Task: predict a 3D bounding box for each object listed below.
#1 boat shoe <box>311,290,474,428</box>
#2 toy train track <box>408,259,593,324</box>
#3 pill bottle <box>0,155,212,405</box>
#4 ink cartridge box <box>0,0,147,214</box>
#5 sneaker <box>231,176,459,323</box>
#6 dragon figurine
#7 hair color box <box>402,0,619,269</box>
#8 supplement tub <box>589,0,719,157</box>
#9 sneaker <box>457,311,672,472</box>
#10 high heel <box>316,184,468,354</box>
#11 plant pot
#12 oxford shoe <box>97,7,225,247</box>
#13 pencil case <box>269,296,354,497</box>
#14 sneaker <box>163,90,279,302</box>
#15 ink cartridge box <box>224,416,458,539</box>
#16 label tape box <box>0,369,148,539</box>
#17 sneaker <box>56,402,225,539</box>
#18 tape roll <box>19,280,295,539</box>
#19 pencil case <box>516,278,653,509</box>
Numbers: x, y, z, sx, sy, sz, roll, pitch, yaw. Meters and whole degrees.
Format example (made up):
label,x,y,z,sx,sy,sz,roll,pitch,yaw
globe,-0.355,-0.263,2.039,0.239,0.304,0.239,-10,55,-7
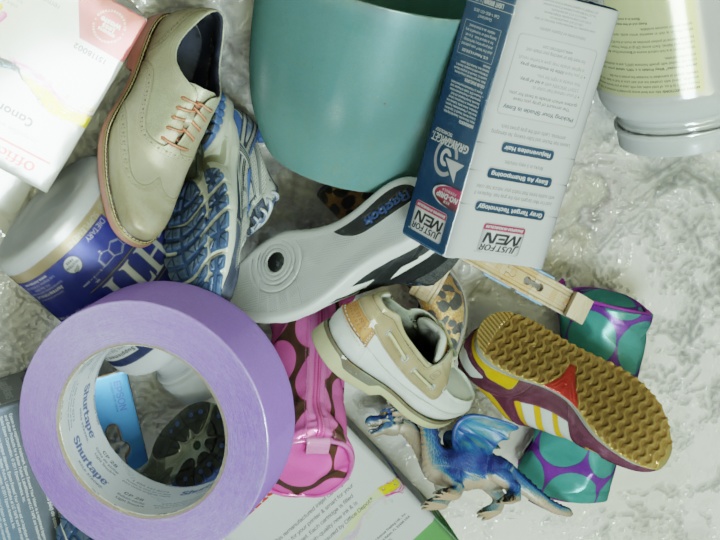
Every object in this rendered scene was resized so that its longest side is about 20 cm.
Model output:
label,x,y,z,sx,sy,sz,roll,pitch,yaw
boat shoe,0.045,0.073,1.299,0.068,0.075,0.200,-39,147,17
toy train track,0.116,-0.007,1.353,0.200,0.033,0.115,28,88,-18
pill bottle,-0.183,0.014,1.296,0.120,0.120,0.200,-45,114,2
ink cartridge box,-0.268,-0.143,1.248,0.116,0.068,0.200,28,99,-22
sneaker,0.000,0.000,1.281,0.200,0.073,0.112,-25,155,23
dragon figurine,0.104,0.162,1.400,0.200,0.059,0.100,9,63,-13
hair color box,0.109,-0.108,1.168,0.100,0.060,0.200,7,104,-35
supplement tub,0.262,-0.209,1.331,0.145,0.145,0.200,-16,111,-10
sneaker,0.177,0.112,1.387,0.200,0.090,0.075,36,63,2
high heel,0.023,0.011,1.385,0.142,0.071,0.200,5,103,-11
plant pot,0.002,-0.159,1.256,0.200,0.201,0.161,7,117,-17
oxford shoe,-0.151,-0.117,1.235,0.071,0.074,0.200,22,68,-41
pencil case,-0.042,0.083,1.314,0.091,0.200,0.094,16,140,-22
sneaker,-0.101,-0.053,1.272,0.085,0.200,0.077,27,139,-37
ink cartridge box,-0.030,0.217,1.425,0.145,0.084,0.200,-42,114,1
label tape box,-0.285,0.165,1.346,0.200,0.063,0.145,-17,112,-17
sneaker,-0.161,0.192,1.318,0.200,0.077,0.085,-38,155,11
tape roll,-0.153,0.112,1.205,0.200,0.066,0.201,4,105,16
pencil case,0.202,0.114,1.455,0.092,0.085,0.200,17,105,16
